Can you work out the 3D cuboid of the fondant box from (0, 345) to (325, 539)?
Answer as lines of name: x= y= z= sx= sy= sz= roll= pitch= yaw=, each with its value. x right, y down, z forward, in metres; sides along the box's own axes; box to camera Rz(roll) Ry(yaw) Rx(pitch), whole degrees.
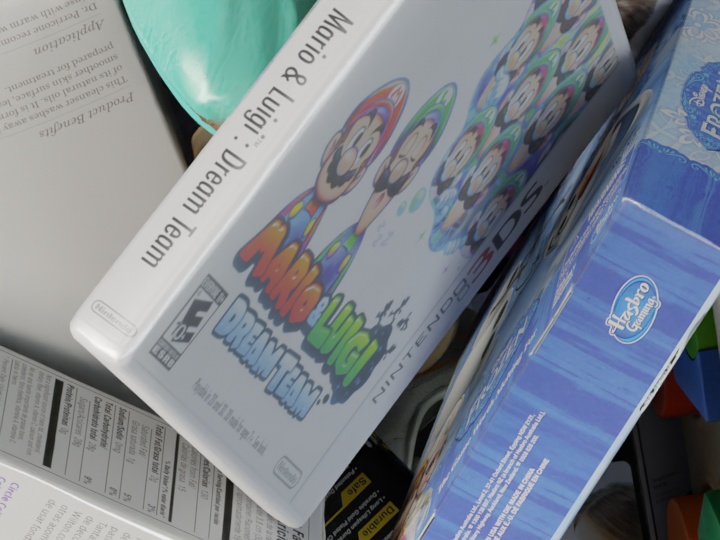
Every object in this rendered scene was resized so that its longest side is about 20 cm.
fondant box: x=-0.131 y=0.096 z=0.901 sx=0.200 sy=0.058 sz=0.144 roll=26 pitch=121 yaw=-16

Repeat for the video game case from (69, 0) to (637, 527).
video game case: x=0.008 y=-0.024 z=0.807 sx=0.182 sy=0.024 sz=0.200 roll=-53 pitch=160 yaw=-7

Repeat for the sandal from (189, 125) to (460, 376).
sandal: x=0.000 y=0.000 z=0.935 sx=0.080 sy=0.054 sz=0.200 roll=-15 pitch=152 yaw=2

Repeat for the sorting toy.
sorting toy: x=0.129 y=0.065 z=1.041 sx=0.036 sy=0.200 sz=0.186 roll=-8 pitch=88 yaw=1

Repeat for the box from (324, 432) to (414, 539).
box: x=-0.046 y=0.147 z=1.009 sx=0.200 sy=0.160 sz=0.049 roll=-45 pitch=167 yaw=-3

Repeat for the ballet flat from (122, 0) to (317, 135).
ballet flat: x=-0.043 y=-0.126 z=0.856 sx=0.067 sy=0.200 sz=0.070 roll=6 pitch=134 yaw=-25

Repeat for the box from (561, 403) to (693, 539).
box: x=0.122 y=0.141 z=1.157 sx=0.117 sy=0.060 sz=0.200 roll=-12 pitch=93 yaw=-59

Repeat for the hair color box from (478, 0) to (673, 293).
hair color box: x=0.024 y=-0.062 z=0.964 sx=0.100 sy=0.061 sz=0.200 roll=-8 pitch=151 yaw=-24

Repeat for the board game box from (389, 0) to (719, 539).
board game box: x=0.076 y=0.005 z=0.943 sx=0.200 sy=0.043 sz=0.199 roll=-61 pitch=-178 yaw=35

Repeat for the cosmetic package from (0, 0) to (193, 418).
cosmetic package: x=-0.106 y=-0.021 z=0.914 sx=0.113 sy=0.081 sz=0.200 roll=-19 pitch=130 yaw=-2

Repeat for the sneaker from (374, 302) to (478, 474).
sneaker: x=-0.012 y=0.087 z=1.070 sx=0.200 sy=0.092 sz=0.076 roll=-47 pitch=135 yaw=-11
